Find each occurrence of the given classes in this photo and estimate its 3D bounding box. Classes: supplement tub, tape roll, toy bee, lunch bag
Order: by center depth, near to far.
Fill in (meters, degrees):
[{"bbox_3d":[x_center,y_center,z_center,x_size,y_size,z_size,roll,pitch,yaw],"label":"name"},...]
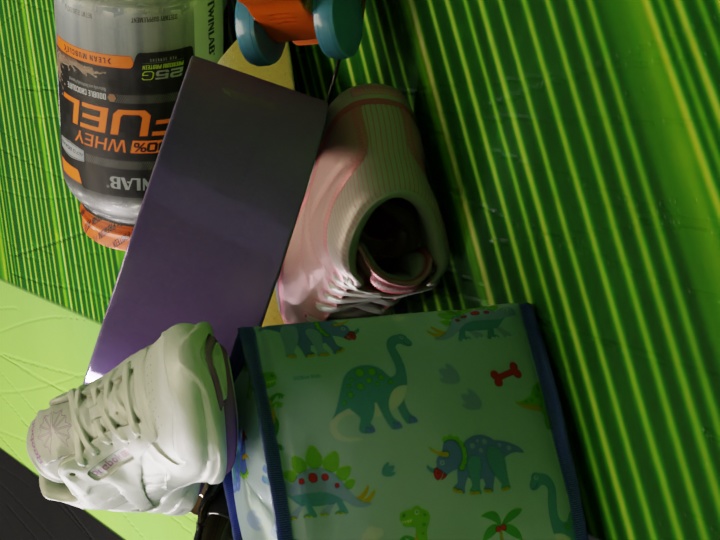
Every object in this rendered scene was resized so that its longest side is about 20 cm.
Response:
[{"bbox_3d":[0.024,0.131,1.489,0.128,0.169,0.201,110,150,-57],"label":"lunch bag"},{"bbox_3d":[-0.088,-0.014,1.622,0.200,0.084,0.201,-162,90,-86],"label":"tape roll"},{"bbox_3d":[-0.036,-0.164,1.654,0.200,0.130,0.109,90,-172,-60],"label":"toy bee"},{"bbox_3d":[-0.153,-0.123,2.017,0.123,0.122,0.201,-128,33,-57],"label":"supplement tub"}]

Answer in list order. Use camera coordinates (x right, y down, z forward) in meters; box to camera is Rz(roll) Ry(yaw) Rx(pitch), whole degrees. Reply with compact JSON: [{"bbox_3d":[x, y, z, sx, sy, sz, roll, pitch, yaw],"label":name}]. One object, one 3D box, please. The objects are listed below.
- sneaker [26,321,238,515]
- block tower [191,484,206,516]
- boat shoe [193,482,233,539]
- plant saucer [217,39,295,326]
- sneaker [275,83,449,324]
[{"bbox_3d":[-0.120,0.086,1.497,0.200,0.099,0.075,120,145,-62],"label":"sneaker"},{"bbox_3d":[-0.081,0.102,1.833,0.054,0.058,0.200,-62,-4,17],"label":"block tower"},{"bbox_3d":[-0.060,0.137,1.575,0.074,0.060,0.202,12,91,46],"label":"boat shoe"},{"bbox_3d":[-0.067,-0.040,1.829,0.200,0.048,0.201,-99,9,-60],"label":"plant saucer"},{"bbox_3d":[0.000,0.000,1.664,0.105,0.075,0.201,-109,23,-45],"label":"sneaker"}]
